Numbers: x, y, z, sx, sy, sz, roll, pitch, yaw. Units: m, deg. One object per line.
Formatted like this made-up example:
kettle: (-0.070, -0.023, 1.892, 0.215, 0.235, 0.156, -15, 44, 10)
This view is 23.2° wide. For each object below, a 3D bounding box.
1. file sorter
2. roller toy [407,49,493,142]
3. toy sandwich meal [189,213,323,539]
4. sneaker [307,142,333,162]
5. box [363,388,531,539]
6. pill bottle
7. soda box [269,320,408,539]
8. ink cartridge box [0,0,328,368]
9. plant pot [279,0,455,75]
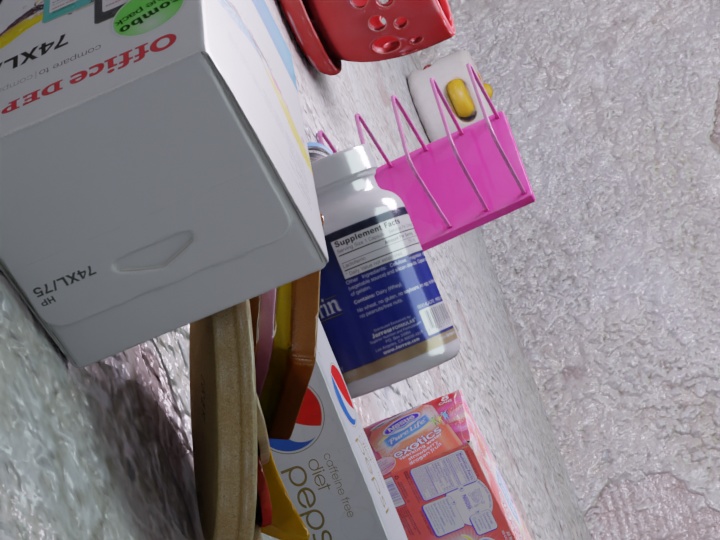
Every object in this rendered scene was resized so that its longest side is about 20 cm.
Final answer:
file sorter: (0.068, -0.121, 1.955, 0.126, 0.199, 0.139, 54, 16, -46)
roller toy: (0.180, -0.312, 3.264, 0.200, 0.139, 0.183, 57, 13, -47)
toy sandwich meal: (-0.053, 0.064, 0.971, 0.205, 0.070, 0.207, 178, -90, -79)
sneaker: (-0.018, -0.023, 1.643, 0.200, 0.070, 0.083, 61, 15, -10)
box: (0.085, 0.220, 1.541, 0.095, 0.102, 0.201, -94, 159, -63)
pill bottle: (0.000, 0.000, 1.517, 0.116, 0.115, 0.201, -7, 76, -81)
soda box: (-0.031, 0.124, 1.185, 0.064, 0.068, 0.201, -26, 94, -81)
ink cartridge box: (-0.118, -0.084, 0.914, 0.201, 0.146, 0.146, -102, 167, -51)
plant pot: (-0.001, -0.342, 2.114, 0.200, 0.182, 0.201, -22, 90, -82)
